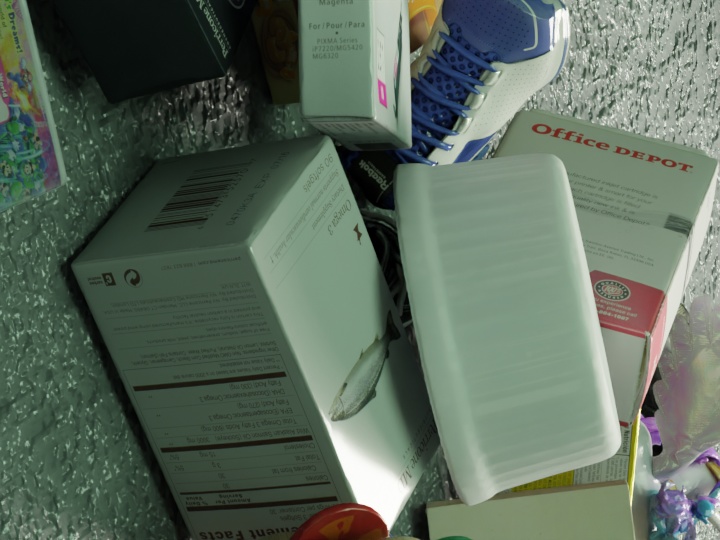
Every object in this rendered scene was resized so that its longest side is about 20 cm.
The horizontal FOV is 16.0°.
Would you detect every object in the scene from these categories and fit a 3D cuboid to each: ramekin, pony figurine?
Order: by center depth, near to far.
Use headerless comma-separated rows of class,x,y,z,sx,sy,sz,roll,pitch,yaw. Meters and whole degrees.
ramekin,0.087,0.028,1.473,0.200,0.097,0.202,-11,90,-84
pony figurine,0.182,0.124,1.761,0.199,0.166,0.194,-23,105,-35

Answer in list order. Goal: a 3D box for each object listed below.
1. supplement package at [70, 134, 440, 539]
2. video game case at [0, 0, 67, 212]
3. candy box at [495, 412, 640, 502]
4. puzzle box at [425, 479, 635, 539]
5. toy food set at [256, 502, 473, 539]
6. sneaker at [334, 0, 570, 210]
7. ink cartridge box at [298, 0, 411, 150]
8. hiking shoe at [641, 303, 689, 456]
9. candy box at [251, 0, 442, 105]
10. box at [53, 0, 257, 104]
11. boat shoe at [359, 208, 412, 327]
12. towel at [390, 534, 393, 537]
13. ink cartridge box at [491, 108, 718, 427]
supplement package,-0.052,0.045,1.397,0.117,0.117,0.201,-57,133,-50
video game case,-0.223,-0.115,1.235,0.182,0.024,0.201,-29,109,-56
candy box,0.126,0.153,1.665,0.026,0.102,0.201,-149,-116,-89
puzzle box,0.118,0.241,1.641,0.025,0.132,0.201,-74,157,-86
toy food set,-0.020,0.201,1.378,0.198,0.199,0.049,66,5,-48
sneaker,0.049,-0.095,1.554,0.080,0.200,0.115,39,52,7
ink cartridge box,-0.002,-0.160,1.403,0.200,0.043,0.175,13,76,-83
hiking shoe,0.223,0.071,1.880,0.101,0.075,0.201,-44,122,-48
candy box,0.002,-0.188,1.577,0.200,0.055,0.116,-37,117,-53
box,-0.125,-0.212,1.336,0.201,0.078,0.141,63,30,-32
boat shoe,0.000,-0.003,1.536,0.199,0.068,0.074,23,67,-55
towel,-0.018,0.240,1.524,0.145,0.024,0.201,41,50,-46
ink cartridge box,0.140,-0.006,1.662,0.200,0.146,0.083,-60,161,-49
